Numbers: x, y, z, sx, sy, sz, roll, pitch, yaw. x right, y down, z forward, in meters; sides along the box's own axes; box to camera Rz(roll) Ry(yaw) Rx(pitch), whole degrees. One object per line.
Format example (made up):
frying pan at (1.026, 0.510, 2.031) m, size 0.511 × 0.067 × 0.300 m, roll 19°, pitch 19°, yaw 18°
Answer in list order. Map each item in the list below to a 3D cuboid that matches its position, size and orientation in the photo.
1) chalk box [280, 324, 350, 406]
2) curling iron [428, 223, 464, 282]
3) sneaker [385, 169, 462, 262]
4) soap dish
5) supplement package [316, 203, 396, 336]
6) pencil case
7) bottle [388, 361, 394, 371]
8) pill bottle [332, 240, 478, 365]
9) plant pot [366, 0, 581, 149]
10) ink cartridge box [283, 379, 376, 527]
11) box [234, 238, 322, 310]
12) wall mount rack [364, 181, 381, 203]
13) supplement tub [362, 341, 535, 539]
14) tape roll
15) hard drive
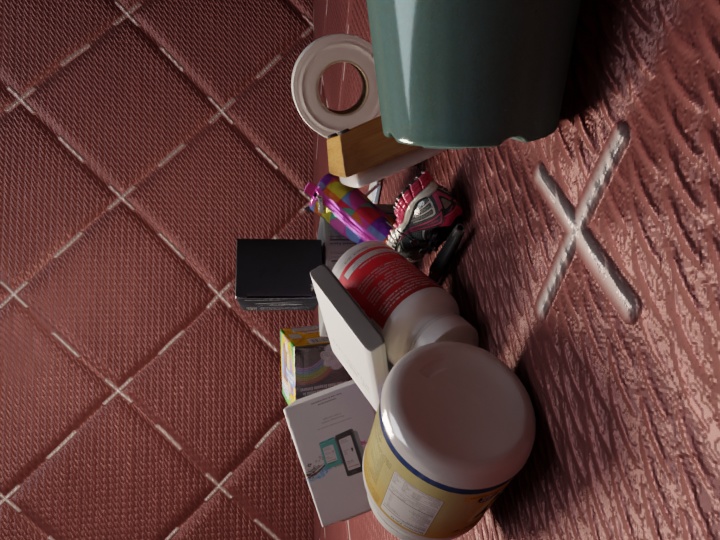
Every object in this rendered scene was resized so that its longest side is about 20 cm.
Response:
chalk box at (-0.097, 0.230, 1.123) m, size 0.124 × 0.124 × 0.201 m, roll -149°, pitch 58°, yaw -65°
curling iron at (0.110, 0.004, 0.707) m, size 0.200 × 0.025 × 0.050 m, roll 104°, pitch 156°, yaw -54°
sneaker at (0.085, -0.053, 0.726) m, size 0.075 × 0.081 × 0.200 m, roll 41°, pitch 166°, yaw 13°
soap dish at (0.029, -0.189, 0.784) m, size 0.200 × 0.157 × 0.081 m, roll -128°, pitch 15°, yaw -74°
supplement package at (0.000, 0.000, 0.969) m, size 0.152 × 0.150 × 0.200 m, roll 106°, pitch 162°, yaw -56°
pencil case at (-0.001, -0.081, 0.880) m, size 0.200 × 0.088 × 0.088 m, roll 39°, pitch 149°, yaw 15°
bottle at (0.068, 0.110, 0.735) m, size 0.200 × 0.083 × 0.065 m, roll -108°, pitch -6°, yaw -48°
pill bottle at (0.052, 0.051, 0.668) m, size 0.200 × 0.112 × 0.113 m, roll 42°, pitch 135°, yaw 47°
plant pot at (0.087, -0.209, 0.416) m, size 0.200 × 0.200 × 0.197 m, roll -110°, pitch 15°, yaw -63°
ink cartridge box at (-0.027, 0.307, 0.923) m, size 0.147 × 0.146 × 0.200 m, roll 86°, pitch 164°, yaw -82°
box at (-0.149, 0.013, 0.961) m, size 0.200 × 0.148 × 0.105 m, roll 134°, pitch 136°, yaw -75°
wall mount rack at (0.004, -0.154, 1.169) m, size 0.200 × 0.074 × 0.174 m, roll 99°, pitch 166°, yaw -45°
supplement tub at (0.079, 0.184, 0.538) m, size 0.200 × 0.144 × 0.145 m, roll 100°, pitch 166°, yaw -45°
tape roll at (-0.039, -0.369, 1.061) m, size 0.071 × 0.202 × 0.203 m, roll -113°, pitch 25°, yaw -65°
hard drive at (-0.008, 0.096, 0.679) m, size 0.132 × 0.027 × 0.200 m, roll 50°, pitch 163°, yaw 31°
